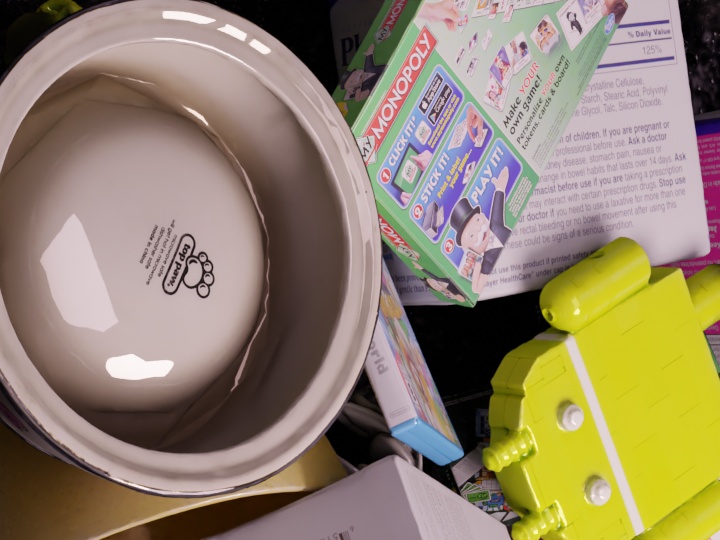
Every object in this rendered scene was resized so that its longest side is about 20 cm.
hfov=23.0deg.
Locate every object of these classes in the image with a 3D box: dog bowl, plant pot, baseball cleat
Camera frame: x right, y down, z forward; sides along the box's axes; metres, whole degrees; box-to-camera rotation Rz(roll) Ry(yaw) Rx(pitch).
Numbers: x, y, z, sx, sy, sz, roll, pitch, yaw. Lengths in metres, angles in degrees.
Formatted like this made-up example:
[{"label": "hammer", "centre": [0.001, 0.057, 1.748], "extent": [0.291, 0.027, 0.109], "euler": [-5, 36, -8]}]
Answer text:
[{"label": "dog bowl", "centre": [-0.089, -0.007, 0.733], "extent": [0.199, 0.073, 0.202], "euler": [7, 79, -37]}, {"label": "plant pot", "centre": [-0.114, 0.084, 0.868], "extent": [0.198, 0.200, 0.143], "euler": [-5, 64, -32]}, {"label": "baseball cleat", "centre": [0.015, 0.138, 0.977], "extent": [0.200, 0.106, 0.070], "euler": [42, 62, -25]}]

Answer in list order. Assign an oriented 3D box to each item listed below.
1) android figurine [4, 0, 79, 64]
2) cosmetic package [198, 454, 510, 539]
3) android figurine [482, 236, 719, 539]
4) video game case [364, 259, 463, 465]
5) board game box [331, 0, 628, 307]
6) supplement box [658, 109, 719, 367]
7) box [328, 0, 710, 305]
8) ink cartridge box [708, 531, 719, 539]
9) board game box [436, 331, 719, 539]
[{"label": "android figurine", "centre": [-0.096, -0.060, 0.886], "extent": [0.041, 0.183, 0.200], "euler": [-41, 156, 10]}, {"label": "cosmetic package", "centre": [0.012, 0.163, 0.863], "extent": [0.112, 0.200, 0.082], "euler": [-24, 68, 9]}, {"label": "android figurine", "centre": [0.148, 0.079, 0.992], "extent": [0.199, 0.041, 0.184], "euler": [-28, 105, -30]}, {"label": "video game case", "centre": [0.000, 0.000, 0.929], "extent": [0.018, 0.143, 0.202], "euler": [-24, 74, 7]}, {"label": "board game box", "centre": [0.060, -0.102, 0.922], "extent": [0.135, 0.029, 0.201], "euler": [45, 65, -39]}, {"label": "supplement box", "centre": [0.254, -0.003, 1.139], "extent": [0.100, 0.103, 0.202], "euler": [-14, 96, -33]}, {"label": "box", "centre": [0.093, -0.092, 1.040], "extent": [0.182, 0.105, 0.202], "euler": [-9, 93, -32]}, {"label": "ink cartridge box", "centre": [0.162, 0.188, 1.085], "extent": [0.200, 0.066, 0.116], "euler": [-48, 112, -31]}, {"label": "board game box", "centre": [0.139, 0.104, 1.041], "extent": [0.198, 0.023, 0.106], "euler": [-12, 69, -25]}]
